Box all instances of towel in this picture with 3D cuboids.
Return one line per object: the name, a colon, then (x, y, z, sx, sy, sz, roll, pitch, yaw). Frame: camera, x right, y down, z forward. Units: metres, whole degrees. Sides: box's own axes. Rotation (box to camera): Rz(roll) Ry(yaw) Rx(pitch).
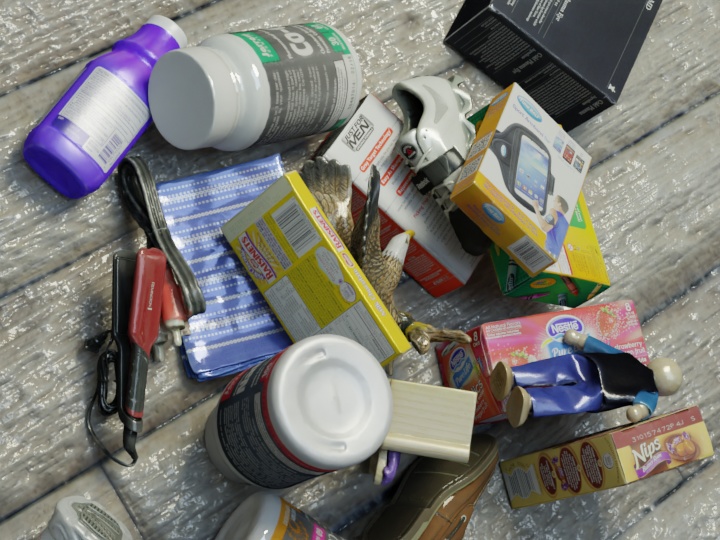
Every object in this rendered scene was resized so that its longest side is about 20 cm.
towel: (-0.121, -0.004, 1.582, 0.144, 0.024, 0.201, -14, 82, -10)

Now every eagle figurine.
eagle figurine: (0.002, -0.005, 1.607, 0.200, 0.151, 0.151, 54, 27, -26)

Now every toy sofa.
toy sofa: (0.057, 0.155, 1.546, 0.083, 0.200, 0.098, 9, 86, 0)

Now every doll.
doll: (0.230, 0.107, 1.611, 0.199, 0.049, 0.137, -3, 37, -22)

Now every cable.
cable: (-0.195, -0.017, 1.529, 0.050, 0.097, 0.201, -14, 82, -29)

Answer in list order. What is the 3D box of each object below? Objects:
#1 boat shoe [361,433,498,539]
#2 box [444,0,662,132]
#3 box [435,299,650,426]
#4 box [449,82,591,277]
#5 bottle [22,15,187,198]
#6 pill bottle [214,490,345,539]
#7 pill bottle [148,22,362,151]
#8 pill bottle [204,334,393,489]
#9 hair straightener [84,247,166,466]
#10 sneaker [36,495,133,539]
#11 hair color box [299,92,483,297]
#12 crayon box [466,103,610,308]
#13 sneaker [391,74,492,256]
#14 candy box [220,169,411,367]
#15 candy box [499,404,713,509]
boat shoe: (0.073, 0.239, 1.621, 0.200, 0.072, 0.068, -38, 121, -37)
box: (0.224, -0.293, 1.834, 0.182, 0.104, 0.200, 35, 62, -14)
box: (0.192, 0.097, 1.702, 0.199, 0.100, 0.096, -8, 79, -29)
box: (0.166, -0.100, 1.637, 0.119, 0.041, 0.200, 42, 43, -16)
bottle: (-0.238, -0.163, 1.568, 0.084, 0.065, 0.200, 43, 60, -18)
pill bottle: (-0.040, 0.300, 1.506, 0.200, 0.116, 0.117, 35, 62, -15)
pill bottle: (-0.102, -0.178, 1.593, 0.200, 0.113, 0.113, -17, 83, -47)
pill bottle: (-0.066, 0.137, 1.492, 0.119, 0.200, 0.120, 9, 71, -26)
hair straightener: (-0.218, 0.079, 1.504, 0.041, 0.077, 0.201, 3, 88, -47)
sneaker: (-0.210, 0.292, 1.436, 0.200, 0.099, 0.078, 42, 17, 3)
hair color box: (0.045, -0.077, 1.697, 0.200, 0.061, 0.102, 43, 59, -12)
crayon box: (0.180, -0.067, 1.706, 0.119, 0.058, 0.201, 10, 57, -44)
sneaker: (0.077, -0.105, 1.648, 0.088, 0.074, 0.201, -1, 64, -32)
candy box: (-0.043, 0.015, 1.536, 0.026, 0.102, 0.200, -26, 81, -52)
candy box: (0.243, 0.190, 1.642, 0.116, 0.200, 0.057, -13, 81, -30)
